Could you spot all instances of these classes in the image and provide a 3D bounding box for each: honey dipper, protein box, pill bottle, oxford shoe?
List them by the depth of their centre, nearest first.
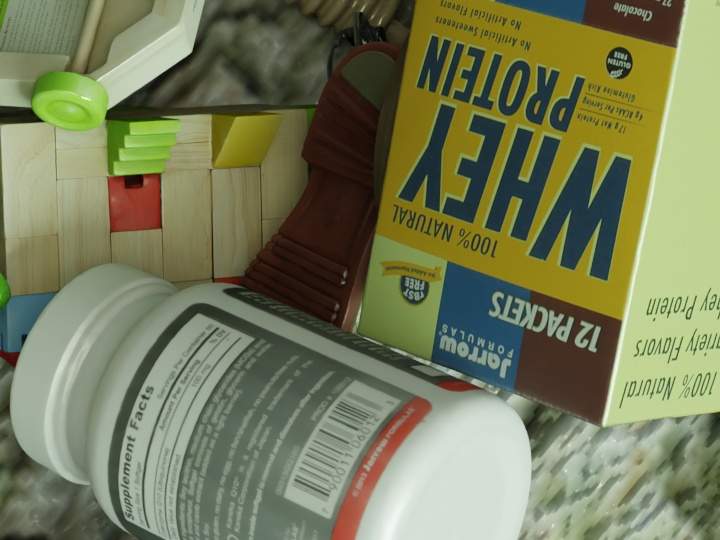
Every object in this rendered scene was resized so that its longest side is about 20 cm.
[{"bbox_3d":[-0.040,0.072,1.090,0.200,0.116,0.116,23,87,31],"label":"pill bottle"},{"bbox_3d":[0.126,-0.056,1.102,0.198,0.135,0.200,-3,108,-48],"label":"protein box"},{"bbox_3d":[0.000,0.000,1.181,0.075,0.070,0.200,12,107,-48],"label":"oxford shoe"},{"bbox_3d":[0.054,-0.088,1.263,0.200,0.038,0.038,34,86,-11],"label":"honey dipper"}]

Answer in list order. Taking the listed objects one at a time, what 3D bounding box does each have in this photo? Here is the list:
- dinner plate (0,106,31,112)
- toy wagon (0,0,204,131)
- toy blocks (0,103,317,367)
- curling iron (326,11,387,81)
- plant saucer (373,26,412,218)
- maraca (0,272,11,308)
[{"bbox_3d":[-0.173,-0.173,1.226,0.200,0.024,0.200,0,91,-11],"label":"dinner plate"},{"bbox_3d":[-0.165,-0.136,1.167,0.200,0.040,0.155,4,62,15],"label":"toy wagon"},{"bbox_3d":[-0.100,-0.004,1.204,0.200,0.100,0.137,-5,98,-29],"label":"toy blocks"},{"bbox_3d":[0.038,-0.034,1.246,0.026,0.050,0.200,-17,118,28],"label":"curling iron"},{"bbox_3d":[0.072,-0.063,1.168,0.200,0.029,0.200,-23,123,-42],"label":"plant saucer"},{"bbox_3d":[-0.241,-0.028,1.153,0.200,0.107,0.137,12,127,24],"label":"maraca"}]
